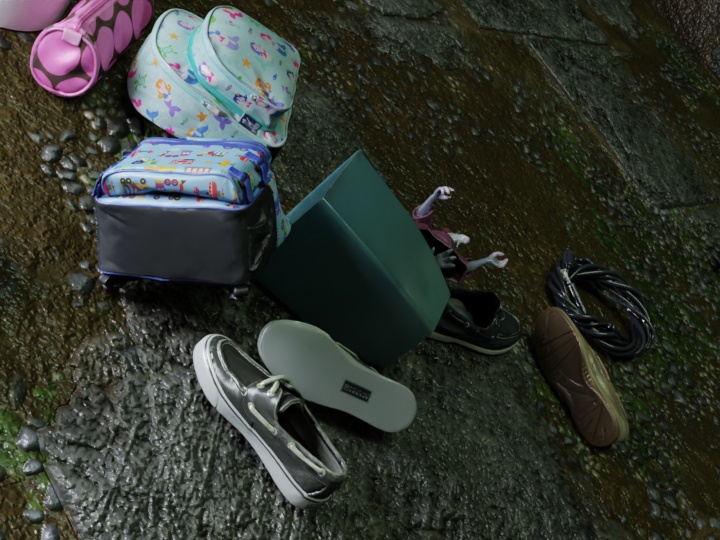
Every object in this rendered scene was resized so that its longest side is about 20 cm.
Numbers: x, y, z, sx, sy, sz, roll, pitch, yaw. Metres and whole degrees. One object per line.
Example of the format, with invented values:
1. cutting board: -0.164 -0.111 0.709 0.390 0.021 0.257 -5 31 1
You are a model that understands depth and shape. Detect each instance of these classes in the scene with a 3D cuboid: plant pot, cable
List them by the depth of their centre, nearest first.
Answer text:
1. plant pot: 0.000 0.000 1.297 0.200 0.141 0.142 46 32 -9
2. cable: 0.373 0.057 1.709 0.199 0.051 0.164 39 33 -9

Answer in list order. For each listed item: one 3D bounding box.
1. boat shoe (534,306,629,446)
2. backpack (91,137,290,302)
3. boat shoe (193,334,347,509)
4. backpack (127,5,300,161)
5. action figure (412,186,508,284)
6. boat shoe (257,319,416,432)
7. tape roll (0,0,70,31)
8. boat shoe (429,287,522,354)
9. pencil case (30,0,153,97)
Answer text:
1. boat shoe: 0.298 0.144 1.523 0.064 0.071 0.202 5 57 -52
2. backpack: -0.162 -0.069 1.156 0.180 0.137 0.200 5 23 13
3. boat shoe: -0.084 0.135 1.102 0.201 0.064 0.070 50 33 10
4. backpack: -0.174 -0.224 1.353 0.198 0.151 0.179 27 37 -16
5. action figure: 0.096 -0.017 1.469 0.135 0.148 0.200 52 14 4
6. boat shoe: -0.032 0.113 1.203 0.199 0.071 0.064 34 -6 -23
7. tape roll: -0.403 -0.398 1.294 0.201 0.139 0.204 28 36 -23
8. boat shoe: 0.152 0.056 1.456 0.197 0.066 0.075 16 42 -36
9. pencil case: -0.309 -0.282 1.309 0.090 0.094 0.201 35 35 -13
